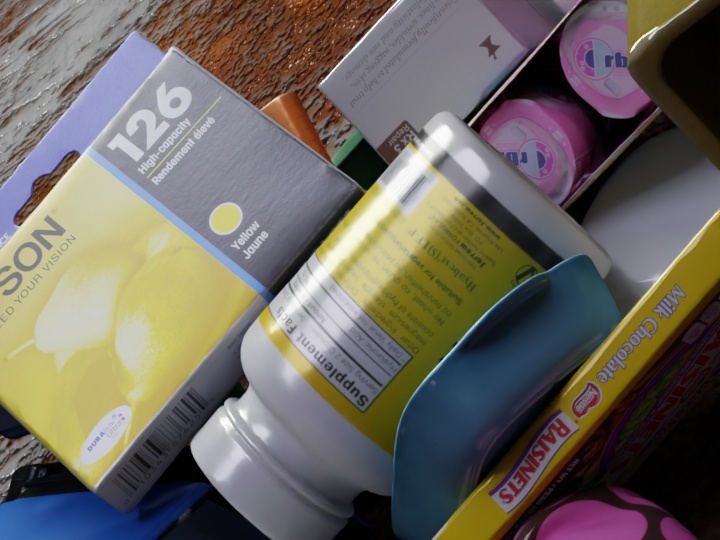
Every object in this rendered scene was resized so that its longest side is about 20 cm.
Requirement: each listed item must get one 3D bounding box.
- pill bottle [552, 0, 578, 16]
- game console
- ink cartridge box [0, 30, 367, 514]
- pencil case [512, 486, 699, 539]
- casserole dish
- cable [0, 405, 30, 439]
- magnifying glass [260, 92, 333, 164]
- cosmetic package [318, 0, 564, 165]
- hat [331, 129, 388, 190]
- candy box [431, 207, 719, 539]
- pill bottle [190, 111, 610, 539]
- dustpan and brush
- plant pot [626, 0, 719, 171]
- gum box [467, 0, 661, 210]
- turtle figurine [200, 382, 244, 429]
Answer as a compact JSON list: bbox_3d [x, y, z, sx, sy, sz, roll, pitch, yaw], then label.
[{"bbox_3d":[0.191,-0.215,1.130,0.200,0.114,0.115,-36,32,24],"label":"pill bottle"},{"bbox_3d":[-0.123,0.161,1.086,0.199,0.170,0.119,-11,55,48],"label":"game console"},{"bbox_3d":[-0.123,-0.013,1.050,0.200,0.047,0.198,37,84,30],"label":"ink cartridge box"},{"bbox_3d":[0.124,0.162,0.814,0.200,0.093,0.091,-143,54,-63],"label":"pencil case"},{"bbox_3d":[0.070,0.071,0.936,0.121,0.200,0.039,-38,68,-19],"label":"casserole dish"},{"bbox_3d":[-0.127,0.021,1.127,0.199,0.051,0.164,-21,29,28],"label":"cable"},{"bbox_3d":[0.000,0.000,1.054,0.079,0.022,0.201,-34,72,23],"label":"magnifying glass"},{"bbox_3d":[0.060,-0.123,1.149,0.102,0.074,0.200,-45,-5,20],"label":"cosmetic package"},{"bbox_3d":[0.032,0.033,1.158,0.200,0.176,0.166,-52,-7,-29],"label":"hat"},{"bbox_3d":[0.116,0.059,0.908,0.026,0.102,0.200,45,103,22],"label":"candy box"},{"bbox_3d":[0.014,0.034,0.970,0.200,0.111,0.111,-48,29,7],"label":"pill bottle"},{"bbox_3d":[0.172,-0.046,1.038,0.139,0.057,0.201,-15,49,29],"label":"dustpan and brush"},{"bbox_3d":[0.235,-0.129,0.908,0.195,0.194,0.200,-38,25,19],"label":"plant pot"},{"bbox_3d":[0.104,-0.077,1.057,0.200,0.066,0.113,-47,-3,35],"label":"gum box"},{"bbox_3d":[-0.138,0.074,1.225,0.199,0.150,0.101,15,59,31],"label":"turtle figurine"}]
